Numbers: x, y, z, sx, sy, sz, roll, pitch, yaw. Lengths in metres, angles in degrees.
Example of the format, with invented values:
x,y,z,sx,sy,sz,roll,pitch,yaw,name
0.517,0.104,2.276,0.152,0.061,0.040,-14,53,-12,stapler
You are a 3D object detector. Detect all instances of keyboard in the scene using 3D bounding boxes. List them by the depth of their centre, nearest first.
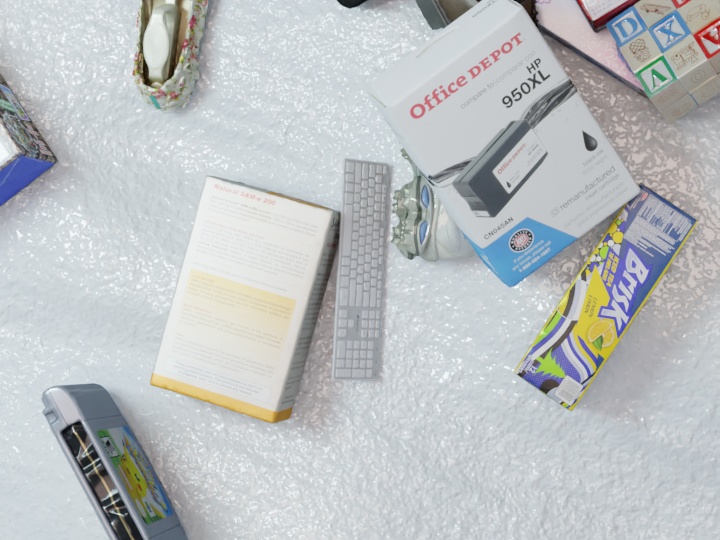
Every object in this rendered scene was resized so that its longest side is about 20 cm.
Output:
x,y,z,sx,sy,sz,roll,pitch,yaw,name
0.000,0.000,1.506,0.011,0.056,0.201,2,89,43,keyboard

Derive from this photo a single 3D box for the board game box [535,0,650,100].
x,y,z,sx,sy,sz,roll,pitch,yaw,name
0.254,-0.274,1.469,0.199,0.041,0.200,33,95,10,board game box

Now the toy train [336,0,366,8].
x,y,z,sx,sy,sz,roll,pitch,yaw,name
0.039,-0.283,1.451,0.034,0.200,0.046,37,54,-19,toy train

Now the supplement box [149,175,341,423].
x,y,z,sx,sy,sz,roll,pitch,yaw,name
-0.102,0.025,1.511,0.125,0.074,0.201,17,92,10,supplement box

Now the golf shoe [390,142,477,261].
x,y,z,sx,sy,sz,roll,pitch,yaw,name
0.084,-0.107,1.494,0.097,0.078,0.201,4,93,-10,golf shoe

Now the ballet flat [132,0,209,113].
x,y,z,sx,sy,sz,roll,pitch,yaw,name
-0.177,-0.248,1.536,0.075,0.064,0.201,1,88,11,ballet flat

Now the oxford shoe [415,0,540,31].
x,y,z,sx,sy,sz,roll,pitch,yaw,name
0.127,-0.201,1.452,0.084,0.073,0.200,-26,105,45,oxford shoe

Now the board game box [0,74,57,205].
x,y,z,sx,sy,sz,roll,pitch,yaw,name
-0.415,-0.141,1.559,0.159,0.097,0.201,-35,83,8,board game box

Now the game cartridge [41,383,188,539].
x,y,z,sx,sy,sz,roll,pitch,yaw,name
-0.217,0.193,1.498,0.040,0.133,0.201,-29,85,1,game cartridge

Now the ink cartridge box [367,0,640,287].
x,y,z,sx,sy,sz,roll,pitch,yaw,name
0.122,-0.111,1.406,0.144,0.084,0.200,-37,111,1,ink cartridge box

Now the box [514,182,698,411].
x,y,z,sx,sy,sz,roll,pitch,yaw,name
0.216,0.024,1.455,0.064,0.070,0.201,34,95,7,box

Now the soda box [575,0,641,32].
x,y,z,sx,sy,sz,roll,pitch,yaw,name
0.270,-0.287,1.413,0.199,0.063,0.070,-31,83,8,soda box

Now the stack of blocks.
x,y,z,sx,sy,sz,roll,pitch,yaw,name
0.321,-0.209,1.375,0.199,0.059,0.116,-33,59,15,stack of blocks
